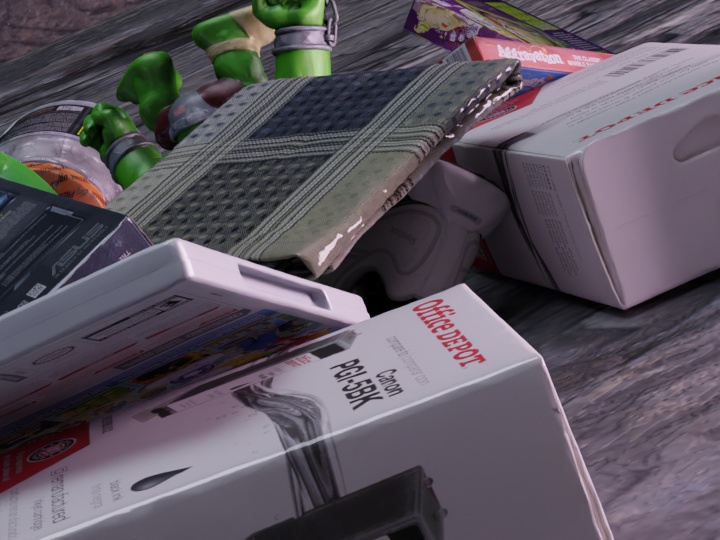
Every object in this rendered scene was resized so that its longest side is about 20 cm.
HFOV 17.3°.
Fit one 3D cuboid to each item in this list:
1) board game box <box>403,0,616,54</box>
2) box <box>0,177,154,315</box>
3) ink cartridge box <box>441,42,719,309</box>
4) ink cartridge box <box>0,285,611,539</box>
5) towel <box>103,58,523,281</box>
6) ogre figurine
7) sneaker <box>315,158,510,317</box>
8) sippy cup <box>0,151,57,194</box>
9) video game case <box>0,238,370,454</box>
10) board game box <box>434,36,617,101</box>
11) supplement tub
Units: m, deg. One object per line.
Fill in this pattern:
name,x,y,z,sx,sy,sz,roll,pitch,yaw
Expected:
board game box,0.109,-0.139,1.503,0.120,0.032,0.200,23,12,14
box,-0.195,0.047,1.068,0.200,0.051,0.158,-47,32,-19
ink cartridge box,0.140,-0.052,1.197,0.147,0.083,0.200,-23,12,-14
ink cartridge box,-0.029,0.085,0.827,0.200,0.083,0.147,-20,11,-5
towel,-0.039,-0.041,1.160,0.192,0.035,0.200,-2,31,41
ogre figurine,-0.082,-0.078,1.367,0.200,0.120,0.098,-22,-16,20
sneaker,0.000,0.000,1.220,0.200,0.075,0.081,-24,46,63
sippy cup,-0.229,0.019,1.248,0.178,0.140,0.130,-41,9,35
video game case,-0.090,0.034,0.884,0.143,0.018,0.200,-25,-13,14
board game box,0.092,-0.091,1.336,0.103,0.019,0.200,-34,-22,35
supplement tub,-0.199,-0.039,1.560,0.122,0.123,0.200,-18,12,4
